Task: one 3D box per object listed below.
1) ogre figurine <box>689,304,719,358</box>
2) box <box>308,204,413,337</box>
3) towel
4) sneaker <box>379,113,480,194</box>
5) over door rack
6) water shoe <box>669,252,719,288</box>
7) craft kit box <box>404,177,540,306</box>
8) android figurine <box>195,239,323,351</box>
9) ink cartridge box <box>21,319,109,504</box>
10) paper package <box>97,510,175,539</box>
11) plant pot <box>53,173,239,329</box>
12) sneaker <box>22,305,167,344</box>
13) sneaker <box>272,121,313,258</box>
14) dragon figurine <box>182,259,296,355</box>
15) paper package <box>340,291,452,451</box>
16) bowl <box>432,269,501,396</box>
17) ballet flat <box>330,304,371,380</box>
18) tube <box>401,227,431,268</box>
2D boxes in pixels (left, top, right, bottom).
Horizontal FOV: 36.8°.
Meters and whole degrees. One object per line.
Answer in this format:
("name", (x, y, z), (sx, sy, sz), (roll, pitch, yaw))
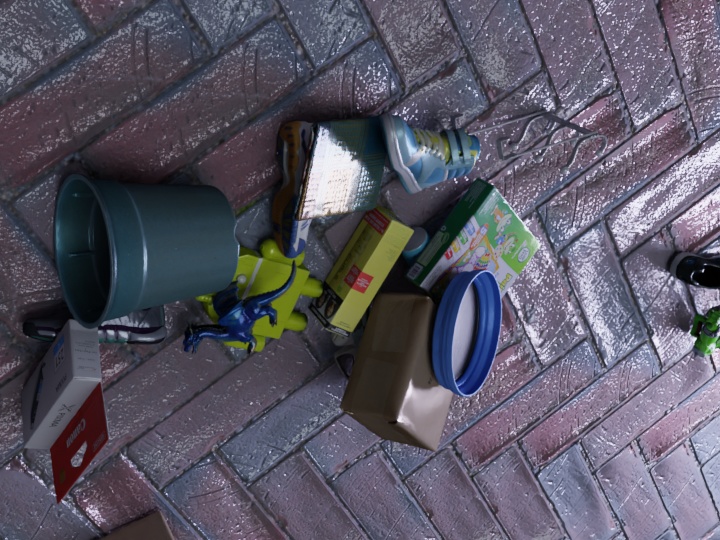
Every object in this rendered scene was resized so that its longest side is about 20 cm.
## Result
("ogre figurine", (0.706, 0.101, 2.115), (0.098, 0.200, 0.120), (25, 126, 7))
("box", (0.000, 0.000, 1.684), (0.050, 0.075, 0.200), (24, 104, -36))
("towel", (-0.023, -0.149, 1.558), (0.200, 0.022, 0.147), (-14, 122, -56))
("sneaker", (0.104, -0.187, 1.579), (0.130, 0.080, 0.200), (-16, 161, 9))
("over door rack", (0.256, -0.197, 1.671), (0.199, 0.148, 0.067), (-7, 114, -26))
("water shoe", (0.677, 0.013, 2.064), (0.199, 0.079, 0.072), (3, 115, -31))
("craft kit box", (0.186, -0.017, 1.761), (0.200, 0.048, 0.197), (-53, 141, -5))
("android figurine", (-0.155, 0.035, 1.639), (0.200, 0.041, 0.182), (17, 107, -36))
("ink cartridge box", (-0.401, 0.192, 1.457), (0.045, 0.177, 0.200), (9, 140, -33))
("paper package", (-0.364, 0.503, 1.687), (0.200, 0.191, 0.104), (-24, 128, -15))
("plant pot", (-0.280, -0.034, 1.445), (0.196, 0.200, 0.201), (-7, 120, -34))
("sneaker", (-0.373, 0.059, 1.529), (0.199, 0.074, 0.088), (3, 83, -25))
("sneaker", (-0.073, -0.114, 1.569), (0.088, 0.075, 0.201), (-4, 110, -33))
("dragon figurine", (-0.177, 0.057, 1.571), (0.099, 0.059, 0.200), (31, 109, -31))
("paper package", (0.075, 0.161, 1.714), (0.191, 0.103, 0.201), (44, 59, -55))
("bowl", (0.167, 0.096, 1.699), (0.200, 0.039, 0.201), (-28, 122, -57))
("ballet flat", (-0.009, 0.124, 1.760), (0.071, 0.069, 0.201), (-9, 122, -2))
("tube", (0.123, 0.012, 1.778), (0.077, 0.050, 0.200), (-37, 131, -4))
